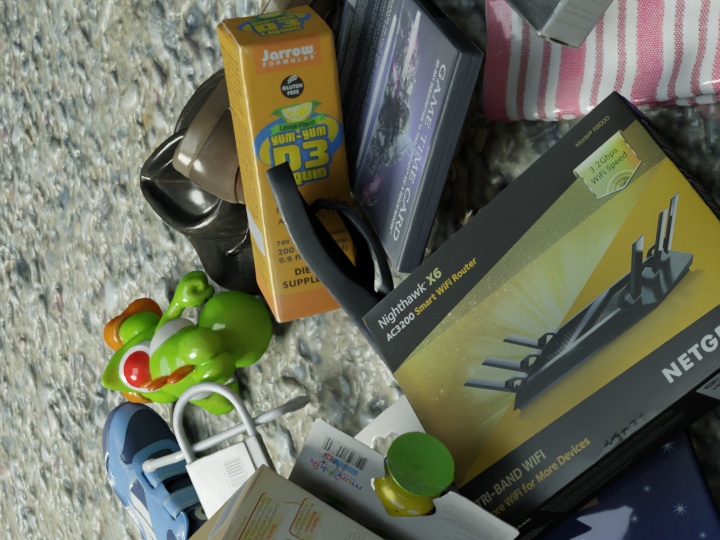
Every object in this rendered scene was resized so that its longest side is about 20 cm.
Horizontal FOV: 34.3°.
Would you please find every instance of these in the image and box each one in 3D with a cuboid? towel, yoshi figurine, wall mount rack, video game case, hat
[{"bbox_3d":[0.144,-0.162,0.655,0.200,0.030,0.147,1,97,47],"label":"towel"},{"bbox_3d":[-0.134,0.061,0.957,0.200,0.112,0.112,-6,62,60],"label":"yoshi figurine"},{"bbox_3d":[-0.094,0.184,0.892,0.173,0.075,0.201,-25,86,23],"label":"wall mount rack"},{"bbox_3d":[0.017,-0.111,0.746,0.200,0.019,0.143,-119,38,-53],"label":"video game case"},{"bbox_3d":[-0.120,-0.068,0.917,0.200,0.081,0.202,10,104,47],"label":"hat"}]

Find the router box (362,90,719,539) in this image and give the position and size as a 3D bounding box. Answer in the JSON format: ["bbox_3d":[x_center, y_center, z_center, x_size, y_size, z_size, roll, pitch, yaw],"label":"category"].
[{"bbox_3d":[0.115,0.028,0.636,0.200,0.052,0.158,-43,57,20],"label":"router box"}]

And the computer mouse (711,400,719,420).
[{"bbox_3d":[0.180,0.019,0.638,0.200,0.034,0.059,57,133,26],"label":"computer mouse"}]

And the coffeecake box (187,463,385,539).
[{"bbox_3d":[-0.009,0.210,0.645,0.200,0.073,0.154,33,144,-6],"label":"coffeecake box"}]

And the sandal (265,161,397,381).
[{"bbox_3d":[0.000,0.000,0.756,0.043,0.200,0.076,-33,35,5],"label":"sandal"}]

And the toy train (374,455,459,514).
[{"bbox_3d":[0.018,0.192,0.736,0.056,0.042,0.201,35,121,26],"label":"toy train"}]

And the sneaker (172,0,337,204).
[{"bbox_3d":[-0.053,-0.139,0.836,0.075,0.070,0.200,33,95,-7],"label":"sneaker"}]

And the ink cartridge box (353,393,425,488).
[{"bbox_3d":[0.071,0.180,0.755,0.116,0.067,0.201,-45,65,40],"label":"ink cartridge box"}]

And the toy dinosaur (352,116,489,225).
[{"bbox_3d":[0.046,-0.071,0.769,0.200,0.058,0.101,121,144,-50],"label":"toy dinosaur"}]

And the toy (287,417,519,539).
[{"bbox_3d":[0.010,0.145,0.658,0.115,0.047,0.200,28,145,4],"label":"toy"}]

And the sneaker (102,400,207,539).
[{"bbox_3d":[-0.156,0.201,1.005,0.082,0.074,0.201,-33,79,43],"label":"sneaker"}]

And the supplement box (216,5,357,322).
[{"bbox_3d":[-0.046,-0.070,0.787,0.069,0.066,0.201,-124,24,-61],"label":"supplement box"}]

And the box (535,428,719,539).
[{"bbox_3d":[0.148,0.169,0.649,0.121,0.032,0.201,-23,72,16],"label":"box"}]

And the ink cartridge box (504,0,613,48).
[{"bbox_3d":[0.110,-0.260,0.637,0.200,0.047,0.198,-56,51,28],"label":"ink cartridge box"}]
